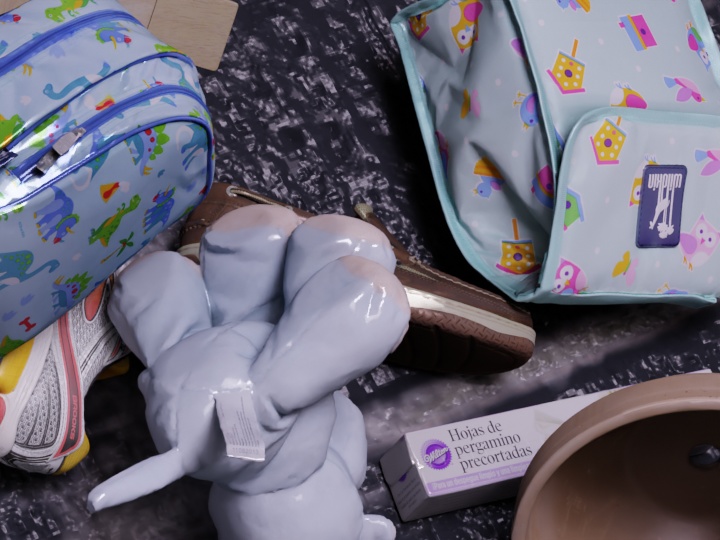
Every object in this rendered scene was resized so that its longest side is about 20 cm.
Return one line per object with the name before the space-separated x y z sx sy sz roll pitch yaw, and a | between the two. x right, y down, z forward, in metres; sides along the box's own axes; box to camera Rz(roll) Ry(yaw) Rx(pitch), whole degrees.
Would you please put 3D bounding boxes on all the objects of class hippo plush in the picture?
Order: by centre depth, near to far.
hippo plush | -0.029 0.078 1.395 0.159 0.161 0.200 -19 37 11

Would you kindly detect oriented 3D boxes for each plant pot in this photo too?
plant pot | 0.180 0.122 1.472 0.201 0.201 0.093 23 33 -10

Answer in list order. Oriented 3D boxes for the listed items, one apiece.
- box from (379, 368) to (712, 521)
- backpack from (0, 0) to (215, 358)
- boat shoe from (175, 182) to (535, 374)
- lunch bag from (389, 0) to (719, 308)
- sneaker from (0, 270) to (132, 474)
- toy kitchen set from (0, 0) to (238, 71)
box | 0.109 0.094 1.531 0.200 0.041 0.039 -11 68 -26
backpack | -0.166 -0.047 1.347 0.154 0.163 0.200 27 56 17
boat shoe | 0.002 -0.002 1.512 0.202 0.075 0.075 15 66 -15
lunch bag | 0.129 -0.072 1.567 0.170 0.122 0.200 0 64 -41
sneaker | -0.156 0.018 1.450 0.082 0.078 0.200 35 54 -27
toy kitchen set | -0.211 -0.105 1.489 0.200 0.163 0.181 13 98 -44
